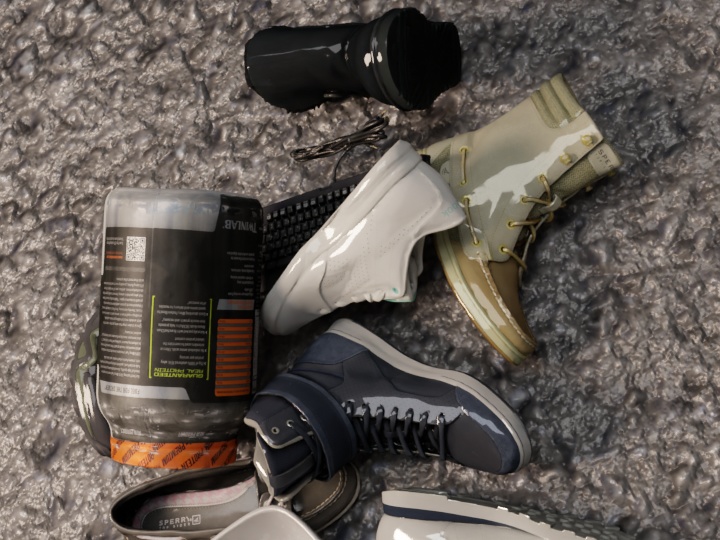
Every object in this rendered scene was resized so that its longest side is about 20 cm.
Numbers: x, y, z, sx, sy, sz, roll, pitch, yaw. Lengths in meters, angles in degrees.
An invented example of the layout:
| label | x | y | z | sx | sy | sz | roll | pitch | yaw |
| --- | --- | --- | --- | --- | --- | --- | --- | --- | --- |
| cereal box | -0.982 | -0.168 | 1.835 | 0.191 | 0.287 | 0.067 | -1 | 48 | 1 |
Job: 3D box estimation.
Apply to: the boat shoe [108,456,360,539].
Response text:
| label | x | y | z | sx | sy | sz | roll | pitch | yaw |
| --- | --- | --- | --- | --- | --- | --- | --- | --- | --- |
| boat shoe | -0.099 | 0.179 | 0.989 | 0.197 | 0.057 | 0.068 | -14 | 64 | 16 |

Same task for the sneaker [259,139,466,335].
| label | x | y | z | sx | sy | sz | roll | pitch | yaw |
| --- | --- | --- | --- | --- | --- | --- | --- | --- | --- |
| sneaker | 0.000 | 0.000 | 0.967 | 0.088 | 0.075 | 0.200 | 41 | 126 | -1 |

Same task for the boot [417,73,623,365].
| label | x | y | z | sx | sy | sz | roll | pitch | yaw |
| --- | --- | --- | --- | --- | --- | --- | --- | --- | --- |
| boot | 0.131 | -0.043 | 0.979 | 0.153 | 0.072 | 0.202 | -29 | 57 | 13 |

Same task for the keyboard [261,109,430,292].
| label | x | y | z | sx | sy | sz | roll | pitch | yaw |
| --- | --- | --- | --- | --- | --- | --- | --- | --- | --- |
| keyboard | -0.025 | -0.058 | 1.044 | 0.198 | 0.021 | 0.129 | -16 | 63 | 36 |

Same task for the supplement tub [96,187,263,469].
| label | x | y | z | sx | sy | sz | roll | pitch | yaw |
| --- | --- | --- | --- | --- | --- | --- | --- | --- | --- |
| supplement tub | -0.136 | 0.042 | 0.974 | 0.121 | 0.122 | 0.203 | 3 | 90 | 22 |

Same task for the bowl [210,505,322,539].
| label | x | y | z | sx | sy | sz | roll | pitch | yaw |
| --- | --- | --- | --- | --- | --- | --- | --- | --- | --- |
| bowl | -0.067 | 0.294 | 0.919 | 0.200 | 0.075 | 0.200 | -41 | 60 | 2 |

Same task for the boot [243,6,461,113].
| label | x | y | z | sx | sy | sz | roll | pitch | yaw |
| --- | --- | --- | --- | --- | --- | --- | --- | --- | --- |
| boot | -0.020 | -0.163 | 1.033 | 0.166 | 0.200 | 0.078 | -3 | 100 | 18 |

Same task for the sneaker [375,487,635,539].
| label | x | y | z | sx | sy | sz | roll | pitch | yaw |
| --- | --- | --- | --- | --- | --- | --- | --- | --- | --- |
| sneaker | 0.103 | 0.204 | 0.900 | 0.198 | 0.076 | 0.082 | 5 | 83 | 27 |

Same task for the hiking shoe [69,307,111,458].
| label | x | y | z | sx | sy | sz | roll | pitch | yaw |
| --- | --- | --- | --- | --- | --- | --- | --- | --- | --- |
| hiking shoe | -0.170 | 0.054 | 1.058 | 0.099 | 0.076 | 0.203 | 0 | 68 | 25 |

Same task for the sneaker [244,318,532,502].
| label | x | y | z | sx | sy | sz | roll | pitch | yaw |
| --- | --- | --- | --- | --- | --- | --- | --- | --- | --- |
| sneaker | 0.009 | 0.123 | 0.926 | 0.201 | 0.078 | 0.146 | 23 | 44 | 35 |
